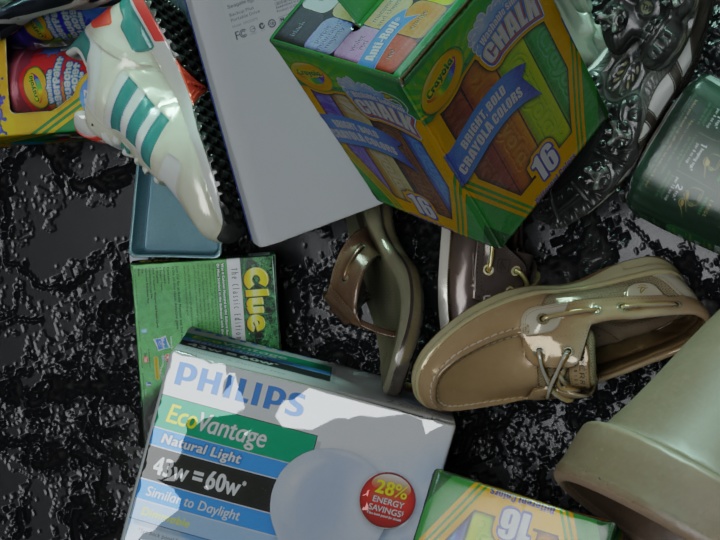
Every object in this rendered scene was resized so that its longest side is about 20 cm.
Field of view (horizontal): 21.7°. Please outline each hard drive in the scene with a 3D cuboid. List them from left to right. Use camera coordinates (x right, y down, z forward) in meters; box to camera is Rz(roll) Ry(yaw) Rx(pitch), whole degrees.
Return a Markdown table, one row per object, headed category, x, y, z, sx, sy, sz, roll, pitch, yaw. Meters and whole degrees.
| category | x | y | z | sx | sy | sz | roll | pitch | yaw |
| --- | --- | --- | --- | --- | --- | --- | --- | --- | --- |
| hard drive | -0.034 | -0.131 | 1.226 | 0.132 | 0.025 | 0.200 | -21 | 110 | -18 |

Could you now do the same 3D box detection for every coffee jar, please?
| category | x | y | z | sx | sy | sz | roll | pitch | yaw |
| --- | --- | --- | --- | --- | --- | --- | --- | --- | --- |
| coffee jar | 0.279 | -0.036 | 1.210 | 0.200 | 0.085 | 0.104 | 32 | 92 | 17 |

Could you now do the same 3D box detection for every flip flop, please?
| category | x | y | z | sx | sy | sz | roll | pitch | yaw |
| --- | --- | --- | --- | --- | --- | --- | --- | --- | --- |
| flip flop | 0.000 | 0.000 | 1.277 | 0.058 | 0.081 | 0.200 | -3 | 55 | -16 |

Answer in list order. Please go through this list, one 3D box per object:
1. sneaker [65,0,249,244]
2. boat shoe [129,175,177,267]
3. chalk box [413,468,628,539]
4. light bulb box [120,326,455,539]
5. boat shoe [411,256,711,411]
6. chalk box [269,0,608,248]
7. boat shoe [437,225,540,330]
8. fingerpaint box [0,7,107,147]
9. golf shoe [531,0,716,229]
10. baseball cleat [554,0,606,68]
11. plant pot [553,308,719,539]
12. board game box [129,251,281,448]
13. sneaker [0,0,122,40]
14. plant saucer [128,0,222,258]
| category | x | y | z | sx | sy | sz | roll | pitch | yaw |
| --- | --- | --- | --- | --- | --- | --- | --- | --- | --- |
| sneaker | -0.141 | -0.094 | 1.282 | 0.093 | 0.070 | 0.200 | -29 | 71 | 18 |
| boat shoe | -0.097 | -0.075 | 1.352 | 0.068 | 0.072 | 0.200 | 30 | 92 | 18 |
| chalk box | 0.085 | 0.245 | 1.201 | 0.124 | 0.125 | 0.200 | 15 | 81 | 16 |
| light bulb box | -0.054 | 0.163 | 1.277 | 0.198 | 0.125 | 0.200 | 14 | 95 | -1 |
| boat shoe | 0.131 | 0.049 | 1.225 | 0.200 | 0.071 | 0.065 | -21 | 38 | -10 |
| chalk box | 0.043 | -0.134 | 1.150 | 0.124 | 0.200 | 0.124 | 24 | 68 | 44 |
| boat shoe | 0.090 | -0.011 | 1.285 | 0.059 | 0.072 | 0.200 | -5 | 83 | 22 |
| fingerpaint box | -0.220 | -0.197 | 1.389 | 0.167 | 0.073 | 0.200 | -2 | 89 | 19 |
| golf shoe | 0.179 | -0.114 | 1.244 | 0.078 | 0.094 | 0.200 | 40 | 113 | 26 |
| baseball cleat | 0.086 | -0.191 | 1.234 | 0.106 | 0.200 | 0.070 | -21 | 39 | 21 |
| plant pot | 0.250 | 0.109 | 1.180 | 0.200 | 0.200 | 0.175 | 31 | 82 | 17 |
| board game box | -0.105 | 0.089 | 1.343 | 0.105 | 0.023 | 0.200 | -3 | 97 | 0 |
| sneaker | -0.256 | -0.204 | 1.294 | 0.199 | 0.130 | 0.080 | -2 | 88 | 18 |
| plant saucer | -0.120 | -0.106 | 1.318 | 0.070 | 0.019 | 0.200 | 1 | 79 | 18 |
